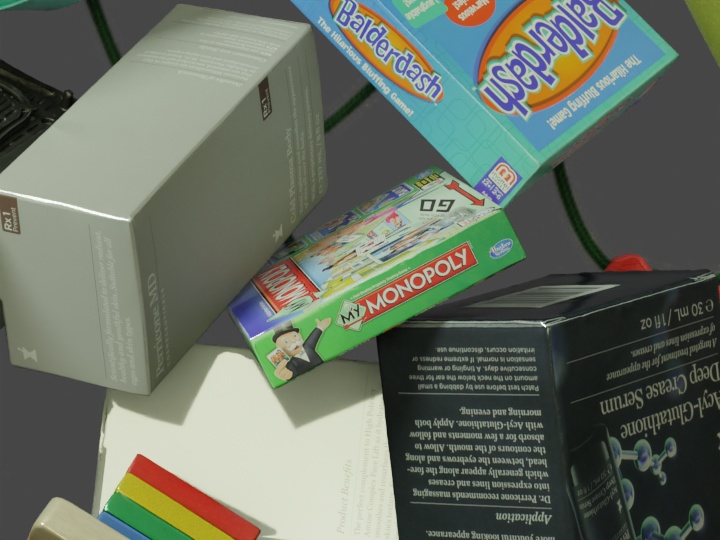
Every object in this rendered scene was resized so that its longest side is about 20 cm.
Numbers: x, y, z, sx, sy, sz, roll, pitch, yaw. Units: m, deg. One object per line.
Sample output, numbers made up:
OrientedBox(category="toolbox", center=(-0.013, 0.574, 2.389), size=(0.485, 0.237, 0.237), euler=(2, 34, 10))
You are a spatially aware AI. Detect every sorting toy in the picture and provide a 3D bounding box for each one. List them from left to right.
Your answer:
OrientedBox(category="sorting toy", center=(-0.072, 0.188, 1.435), size=(0.200, 0.199, 0.070), euler=(31, 59, 2))

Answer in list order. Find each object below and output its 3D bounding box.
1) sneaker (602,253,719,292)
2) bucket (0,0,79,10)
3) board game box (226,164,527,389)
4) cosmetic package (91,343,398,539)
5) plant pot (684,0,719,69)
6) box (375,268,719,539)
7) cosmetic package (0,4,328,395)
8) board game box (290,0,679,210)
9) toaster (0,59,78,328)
OrientedBox(category="sneaker", center=(0.213, 0.036, 1.507), size=(0.200, 0.077, 0.085), euler=(14, 76, 1))
OrientedBox(category="bucket", center=(-0.203, -0.221, 1.455), size=(0.135, 0.207, 0.207), euler=(1, 79, -39))
OrientedBox(category="board game box", center=(0.000, 0.000, 1.448), size=(0.135, 0.200, 0.029), euler=(-27, 100, -4))
OrientedBox(category="cosmetic package", center=(-0.031, 0.094, 1.500), size=(0.200, 0.074, 0.102), euler=(7, 83, 3))
OrientedBox(category="plant pot", center=(0.220, -0.201, 1.502), size=(0.187, 0.187, 0.200), euler=(-9, 97, -1))
OrientedBox(category="box", center=(0.101, 0.109, 1.422), size=(0.107, 0.148, 0.200), euler=(-1, 99, 39))
OrientedBox(category="cosmetic package", center=(-0.097, -0.038, 1.444), size=(0.090, 0.107, 0.200), euler=(10, 37, 20))
OrientedBox(category="board game box", center=(0.049, -0.140, 1.502), size=(0.200, 0.045, 0.152), euler=(46, 42, 5))
OrientedBox(category="toaster", center=(-0.246, -0.050, 1.453), size=(0.181, 0.200, 0.119), euler=(26, 119, 11))
